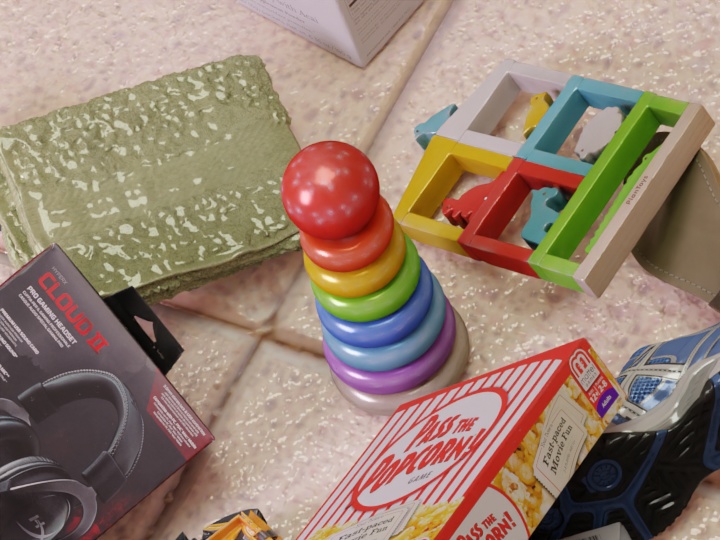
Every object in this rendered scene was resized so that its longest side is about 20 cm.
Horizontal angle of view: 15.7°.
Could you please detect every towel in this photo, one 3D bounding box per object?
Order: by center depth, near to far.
[{"bbox_3d":[-0.127,-0.049,1.610,0.200,0.037,0.149,-21,67,-14],"label":"towel"}]

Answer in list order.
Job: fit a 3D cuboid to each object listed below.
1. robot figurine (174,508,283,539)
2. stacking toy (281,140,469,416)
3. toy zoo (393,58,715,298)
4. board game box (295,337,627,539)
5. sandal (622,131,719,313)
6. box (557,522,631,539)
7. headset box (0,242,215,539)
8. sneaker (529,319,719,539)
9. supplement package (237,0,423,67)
[{"bbox_3d":[-0.091,0.218,1.444,0.200,0.058,0.145,-44,57,-13],"label":"robot figurine"},{"bbox_3d":[0.000,0.000,1.475,0.085,0.200,0.086,-8,55,12],"label":"stacking toy"},{"bbox_3d":[0.103,-0.061,1.566,0.200,0.020,0.131,18,67,47],"label":"toy zoo"},{"bbox_3d":[0.037,0.129,1.387,0.151,0.046,0.200,-24,18,44],"label":"board game box"},{"bbox_3d":[0.219,-0.012,1.500,0.078,0.069,0.212,-64,24,13],"label":"sandal"},{"bbox_3d":[0.081,0.196,1.336,0.155,0.041,0.200,-16,11,-1],"label":"box"},{"bbox_3d":[-0.193,0.091,1.507,0.200,0.077,0.149,-39,95,-10],"label":"headset box"},{"bbox_3d":[0.159,0.093,1.455,0.200,0.076,0.077,-29,28,-1],"label":"sneaker"},{"bbox_3d":[-0.030,-0.251,1.654,0.121,0.200,0.120,30,70,32],"label":"supplement package"}]
